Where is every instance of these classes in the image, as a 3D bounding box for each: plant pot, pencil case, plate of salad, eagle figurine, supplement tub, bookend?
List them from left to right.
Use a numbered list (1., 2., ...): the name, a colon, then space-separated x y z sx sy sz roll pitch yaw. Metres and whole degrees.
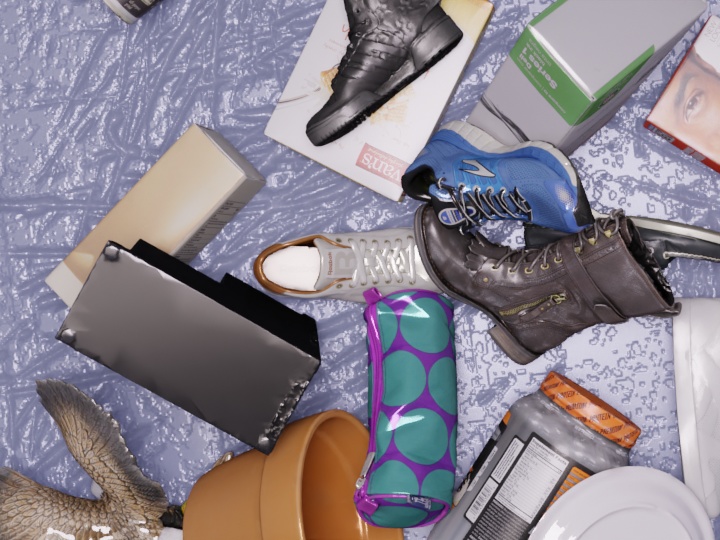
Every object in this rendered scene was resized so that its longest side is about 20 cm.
1. eagle figurine: -0.234 0.208 1.280 0.150 0.199 0.153 -23 48 43
2. bookend: -0.142 0.050 1.218 0.199 0.199 0.093 30 95 -7
3. plant pot: -0.065 0.234 1.245 0.139 0.200 0.202 -14 89 23
4. pencil case: 0.040 0.120 1.242 0.092 0.085 0.202 15 63 -28
5. supplement tub: 0.155 0.198 1.241 0.122 0.123 0.201 33 94 6
6. plate of salad: 0.214 0.261 1.195 0.198 0.048 0.202 -4 99 -21

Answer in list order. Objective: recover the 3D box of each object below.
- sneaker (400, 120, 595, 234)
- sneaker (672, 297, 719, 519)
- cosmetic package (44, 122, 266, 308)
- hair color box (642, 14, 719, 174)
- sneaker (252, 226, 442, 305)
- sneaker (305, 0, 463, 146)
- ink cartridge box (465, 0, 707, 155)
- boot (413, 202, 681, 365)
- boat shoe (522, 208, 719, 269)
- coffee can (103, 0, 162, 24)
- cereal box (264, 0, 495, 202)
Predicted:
1. sneaker: 0.109 -0.060 1.156 0.089 0.199 0.079 -41 124 -22
2. sneaker: 0.336 0.123 1.242 0.114 0.074 0.202 -2 89 10
3. cosmetic package: -0.185 -0.037 1.291 0.071 0.105 0.200 45 94 5
4. hair color box: 0.363 -0.124 1.240 0.199 0.064 0.111 32 95 7
5. sneaker: 0.000 0.000 1.277 0.198 0.085 0.074 -5 89 3
6. sneaker: 0.011 -0.207 1.247 0.199 0.060 0.105 -37 88 1
7. ink cartridge box: 0.178 -0.163 1.175 0.146 0.200 0.084 -39 83 -23
8. boot: 0.161 -0.012 1.215 0.174 0.069 0.200 -29 114 39
9. boat shoe: 0.239 -0.017 1.252 0.197 0.074 0.067 10 94 7
10. coffee can: -0.169 -0.339 1.262 0.199 0.146 0.147 -34 87 7
11. cereal box: 0.017 -0.182 1.294 0.143 0.040 0.201 26 94 6
